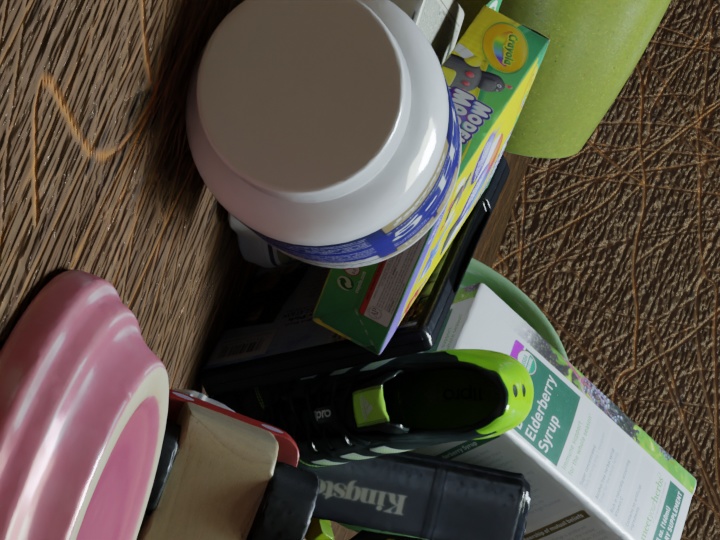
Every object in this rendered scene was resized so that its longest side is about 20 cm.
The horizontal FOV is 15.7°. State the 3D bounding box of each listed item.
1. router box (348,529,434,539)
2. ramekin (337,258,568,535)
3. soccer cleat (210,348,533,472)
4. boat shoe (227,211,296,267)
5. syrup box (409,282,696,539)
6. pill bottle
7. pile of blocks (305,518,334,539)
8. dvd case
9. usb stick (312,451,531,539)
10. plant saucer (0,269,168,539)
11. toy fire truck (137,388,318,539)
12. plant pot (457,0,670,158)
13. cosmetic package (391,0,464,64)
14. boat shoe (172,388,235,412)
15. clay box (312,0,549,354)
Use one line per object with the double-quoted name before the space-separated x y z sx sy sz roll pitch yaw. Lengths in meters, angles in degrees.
"router box" -0.043 0.223 1.433 0.200 0.052 0.157 -36 -174 -13
"ramekin" 0.028 0.081 1.688 0.200 0.199 0.098 -64 178 -50
"soccer cleat" -0.004 0.075 1.439 0.081 0.199 0.068 16 65 -78
"boat shoe" -0.030 -0.032 1.426 0.200 0.062 0.072 11 98 -85
"syrup box" 0.102 0.107 1.558 0.081 0.200 0.079 -27 -151 42
"pill bottle" -0.017 -0.068 1.188 0.200 0.119 0.120 39 69 -83
"pile of blocks" -0.005 0.185 1.610 0.062 0.200 0.082 -40 -166 21
"dvd case" 0.000 0.000 1.500 0.018 0.142 0.200 66 27 -24
"usb stick" 0.001 0.125 1.510 0.033 0.199 0.056 -82 -176 -55
"plant saucer" -0.124 0.102 1.039 0.201 0.051 0.202 18 90 -85
"toy fire truck" -0.086 0.150 1.297 0.200 0.128 0.177 -138 -111 -79
"plant pot" 0.125 -0.185 1.742 0.187 0.186 0.201 -57 161 -67
"cosmetic package" 0.002 -0.117 1.420 0.200 0.073 0.104 18 91 -84
"boat shoe" -0.081 0.133 1.419 0.201 0.068 0.072 100 10 -50
"clay box" 0.045 -0.058 1.417 0.200 0.047 0.115 -55 170 -48
